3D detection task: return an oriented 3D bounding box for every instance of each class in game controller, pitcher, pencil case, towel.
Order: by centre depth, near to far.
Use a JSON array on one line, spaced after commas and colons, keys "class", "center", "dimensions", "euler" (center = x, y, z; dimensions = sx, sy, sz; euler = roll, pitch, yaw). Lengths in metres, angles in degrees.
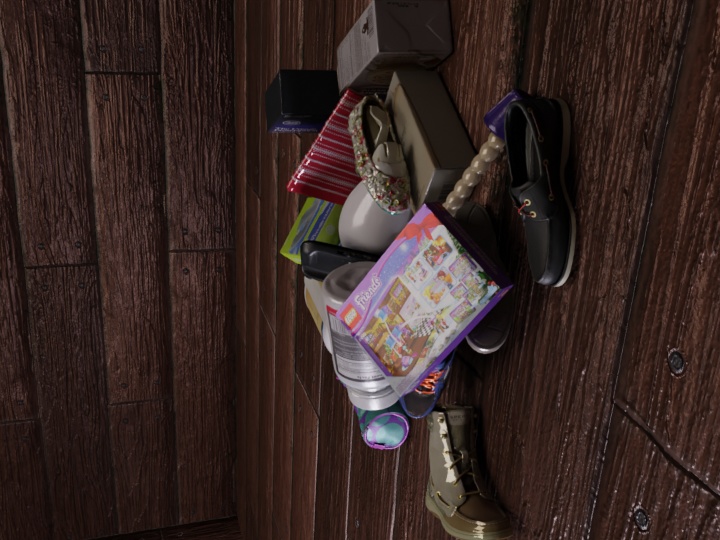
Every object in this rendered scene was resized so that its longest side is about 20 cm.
[{"class": "pitcher", "center": [0.051, -0.083, 1.198], "dimensions": [0.172, 0.121, 0.201], "euler": [52, 140, 28]}, {"class": "towel", "center": [-0.014, -0.184, 1.210], "dimensions": [0.200, 0.144, 0.023], "euler": [-53, 42, 31]}, {"class": "game controller", "center": [0.000, 0.000, 1.220], "dimensions": [0.105, 0.198, 0.042], "euler": [96, -171, -54]}, {"class": "pencil case", "center": [0.017, 0.227, 1.389], "dimensions": [0.093, 0.085, 0.200], "euler": [-54, 32, 18]}]

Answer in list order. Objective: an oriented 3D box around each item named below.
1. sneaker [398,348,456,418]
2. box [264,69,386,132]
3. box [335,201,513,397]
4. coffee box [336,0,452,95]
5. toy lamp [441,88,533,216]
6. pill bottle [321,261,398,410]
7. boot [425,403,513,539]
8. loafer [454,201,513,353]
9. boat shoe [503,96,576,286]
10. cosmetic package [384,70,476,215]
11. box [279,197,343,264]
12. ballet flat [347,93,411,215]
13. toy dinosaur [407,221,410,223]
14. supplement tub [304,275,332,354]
[{"class": "sneaker", "center": [0.089, 0.115, 1.027], "dimensions": [0.079, 0.075, 0.202], "euler": [-65, -12, -65]}, {"class": "box", "center": [-0.053, -0.285, 1.316], "dimensions": [0.141, 0.198, 0.080], "euler": [162, 104, -73]}, {"class": "box", "center": [0.071, 0.036, 0.931], "dimensions": [0.137, 0.039, 0.200], "euler": [50, 122, 19]}, {"class": "coffee box", "center": [0.044, -0.326, 1.148], "dimensions": [0.200, 0.113, 0.081], "euler": [165, 101, -73]}, {"class": "toy lamp", "center": [0.139, -0.120, 0.909], "dimensions": [0.201, 0.058, 0.058], "euler": [-59, 34, 31]}, {"class": "pill bottle", "center": [0.010, 0.098, 1.106], "dimensions": [0.111, 0.110, 0.201], "euler": [-122, 21, -56]}, {"class": "boot", "center": [0.139, 0.265, 1.039], "dimensions": [0.200, 0.071, 0.156], "euler": [-175, 84, -73]}, {"class": "loafer", "center": [0.150, 0.013, 0.977], "dimensions": [0.063, 0.071, 0.202], "euler": [85, 180, -66]}, {"class": "boat shoe", "center": [0.188, -0.083, 0.828], "dimensions": [0.074, 0.063, 0.203], "euler": [-174, 79, -69]}, {"class": "cosmetic package", "center": [0.094, -0.178, 1.087], "dimensions": [0.104, 0.072, 0.201], "euler": [107, 153, -48]}, {"class": "box", "center": [-0.073, -0.069, 1.377], "dimensions": [0.123, 0.047, 0.200], "euler": [-63, 21, -7]}, {"class": "ballet flat", "center": [0.026, -0.168, 1.070], "dimensions": [0.064, 0.075, 0.201], "euler": [116, 143, -46]}, {"class": "toy dinosaur", "center": [0.094, 0.020, 1.075], "dimensions": [0.077, 0.101, 0.202], "euler": [-129, 40, -62]}, {"class": "supplement tub", "center": [-0.018, 0.056, 1.367], "dimensions": [0.200, 0.143, 0.146], "euler": [-121, 33, -56]}]
